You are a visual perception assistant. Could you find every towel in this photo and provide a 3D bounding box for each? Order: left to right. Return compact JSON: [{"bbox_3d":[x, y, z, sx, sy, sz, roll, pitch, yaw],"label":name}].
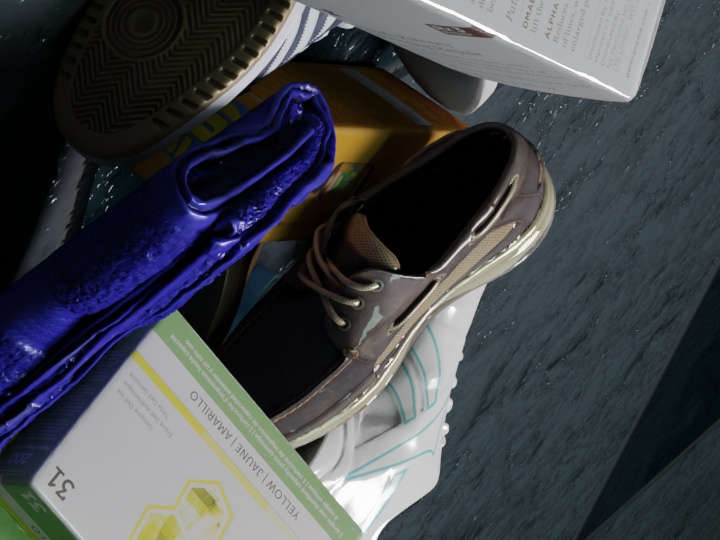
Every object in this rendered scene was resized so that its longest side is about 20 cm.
[{"bbox_3d":[-0.101,0.010,0.976,0.200,0.050,0.148,-35,-178,27],"label":"towel"}]

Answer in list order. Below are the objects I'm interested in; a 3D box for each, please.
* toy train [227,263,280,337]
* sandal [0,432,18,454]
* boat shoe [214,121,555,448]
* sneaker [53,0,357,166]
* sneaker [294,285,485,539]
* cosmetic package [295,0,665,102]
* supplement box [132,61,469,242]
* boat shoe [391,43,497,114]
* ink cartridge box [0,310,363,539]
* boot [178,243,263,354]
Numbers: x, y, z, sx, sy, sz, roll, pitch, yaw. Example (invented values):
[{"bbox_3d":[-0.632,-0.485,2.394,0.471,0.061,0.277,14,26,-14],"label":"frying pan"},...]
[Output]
[{"bbox_3d":[-0.052,0.104,1.263,0.200,0.116,0.085,-59,172,0],"label":"toy train"},{"bbox_3d":[-0.164,0.148,1.163,0.079,0.087,0.200,-42,161,-32],"label":"sandal"},{"bbox_3d":[0.000,0.000,1.117,0.200,0.074,0.073,-43,151,-12],"label":"boat shoe"},{"bbox_3d":[-0.039,-0.105,1.009,0.200,0.070,0.109,-51,160,-12],"label":"sneaker"},{"bbox_3d":[0.011,0.059,1.186,0.080,0.070,0.200,48,63,-30],"label":"sneaker"},{"bbox_3d":[0.015,-0.126,0.910,0.200,0.102,0.074,17,88,-42],"label":"cosmetic package"},{"bbox_3d":[-0.022,-0.056,1.152,0.067,0.069,0.200,-57,163,15],"label":"supplement box"},{"bbox_3d":[0.052,-0.151,1.154,0.066,0.072,0.200,-39,150,-21],"label":"boat shoe"},{"bbox_3d":[-0.104,0.134,1.029,0.048,0.146,0.200,-6,-141,50],"label":"ink cartridge box"},{"bbox_3d":[-0.096,0.051,1.179,0.200,0.074,0.075,-63,168,23],"label":"boot"}]
